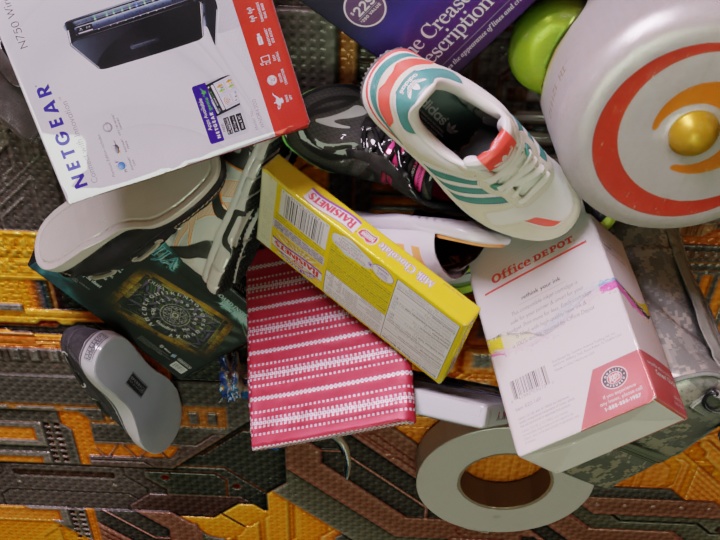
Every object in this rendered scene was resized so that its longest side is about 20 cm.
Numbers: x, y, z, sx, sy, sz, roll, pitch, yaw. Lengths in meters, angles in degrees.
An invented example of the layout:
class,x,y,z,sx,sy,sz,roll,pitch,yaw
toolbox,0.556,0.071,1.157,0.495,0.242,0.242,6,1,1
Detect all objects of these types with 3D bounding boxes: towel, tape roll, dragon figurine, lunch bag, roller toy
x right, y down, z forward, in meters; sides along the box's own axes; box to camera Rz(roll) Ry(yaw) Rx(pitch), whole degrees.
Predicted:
class,x,y,z,sx,sy,sz,roll,pitch,yaw
towel,-0.029,0.052,0.885,0.143,0.201,0.023,-13,147,12
tape roll,0.160,0.224,1.151,0.201,0.037,0.204,1,134,1
dragon figurine,-0.078,0.147,1.071,0.099,0.059,0.201,-13,135,15
lunch bag,0.224,0.065,0.882,0.139,0.201,0.168,25,130,-31
roller toy,0.223,-0.130,0.730,0.199,0.140,0.183,-24,128,16

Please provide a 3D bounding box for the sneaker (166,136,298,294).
class,x,y,z,sx,sy,sz,roll,pitch,yaw
sneaker,-0.110,-0.074,0.854,0.080,0.074,0.201,35,120,12

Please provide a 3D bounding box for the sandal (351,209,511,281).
class,x,y,z,sx,sy,sz,roll,pitch,yaw
sandal,0.036,-0.016,0.849,0.079,0.060,0.206,4,-178,-45

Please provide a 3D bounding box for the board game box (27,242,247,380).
class,x,y,z,sx,sy,sz,roll,pitch,yaw
board game box,-0.191,0.016,0.972,0.135,0.028,0.200,-29,125,26

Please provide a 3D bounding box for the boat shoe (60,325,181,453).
class,x,y,z,sx,sy,sz,roll,pitch,yaw
boat shoe,-0.247,0.120,1.052,0.066,0.070,0.200,20,156,27

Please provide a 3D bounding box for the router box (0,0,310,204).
class,x,y,z,sx,sy,sz,roll,pitch,yaw
router box,-0.148,-0.168,0.701,0.178,0.049,0.201,-19,110,-4

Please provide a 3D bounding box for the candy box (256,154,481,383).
class,x,y,z,sx,sy,sz,roll,pitch,yaw
candy box,0.000,0.000,0.809,0.200,0.026,0.102,38,154,13

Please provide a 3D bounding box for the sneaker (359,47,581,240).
class,x,y,z,sx,sy,sz,roll,pitch,yaw
sneaker,0.089,-0.074,0.713,0.199,0.093,0.070,37,95,-25

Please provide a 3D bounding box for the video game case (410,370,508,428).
class,x,y,z,sx,sy,sz,roll,pitch,yaw
video game case,0.050,0.109,0.935,0.199,0.023,0.182,8,179,26

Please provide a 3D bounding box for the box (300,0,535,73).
class,x,y,z,sx,sy,sz,roll,pitch,yaw
box,0.063,-0.235,0.690,0.141,0.079,0.200,33,127,-22

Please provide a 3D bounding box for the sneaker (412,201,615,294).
class,x,y,z,sx,sy,sz,roll,pitch,yaw
sneaker,0.132,-0.047,0.872,0.199,0.074,0.081,-26,124,22

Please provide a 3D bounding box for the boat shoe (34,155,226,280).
class,x,y,z,sx,sy,sz,roll,pitch,yaw
boat shoe,-0.180,-0.046,0.846,0.199,0.074,0.060,-29,152,24

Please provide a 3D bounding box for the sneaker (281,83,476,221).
class,x,y,z,sx,sy,sz,roll,pitch,yaw
sneaker,0.037,-0.093,0.796,0.199,0.084,0.077,17,94,-8

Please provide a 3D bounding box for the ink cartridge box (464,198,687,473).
class,x,y,z,sx,sy,sz,roll,pitch,yaw
ink cartridge box,0.160,0.039,0.805,0.116,0.201,0.067,-29,145,27

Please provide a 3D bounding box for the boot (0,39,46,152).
class,x,y,z,sx,sy,sz,roll,pitch,yaw
boot,-0.201,-0.147,0.800,0.200,0.069,0.174,38,128,-21
